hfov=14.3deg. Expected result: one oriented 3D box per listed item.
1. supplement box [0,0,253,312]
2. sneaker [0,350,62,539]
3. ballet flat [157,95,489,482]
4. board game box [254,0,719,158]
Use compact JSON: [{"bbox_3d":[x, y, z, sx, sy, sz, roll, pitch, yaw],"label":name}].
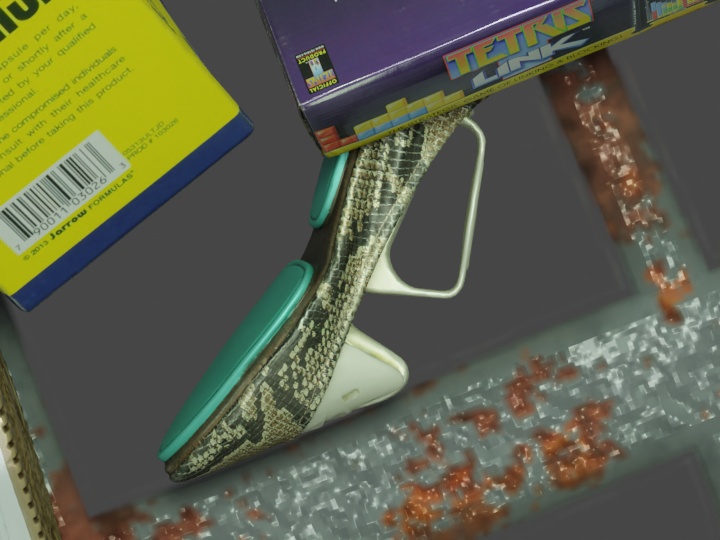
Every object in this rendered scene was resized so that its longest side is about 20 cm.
[{"bbox_3d":[-0.143,-0.097,0.974,0.109,0.200,0.109,-39,49,3],"label":"supplement box"},{"bbox_3d":[-0.167,0.105,1.059,0.108,0.070,0.200,-16,96,0],"label":"sneaker"},{"bbox_3d":[0.000,0.000,1.057,0.075,0.068,0.200,26,89,-10],"label":"ballet flat"},{"bbox_3d":[0.046,-0.154,1.021,0.200,0.057,0.166,-23,68,2],"label":"board game box"}]
